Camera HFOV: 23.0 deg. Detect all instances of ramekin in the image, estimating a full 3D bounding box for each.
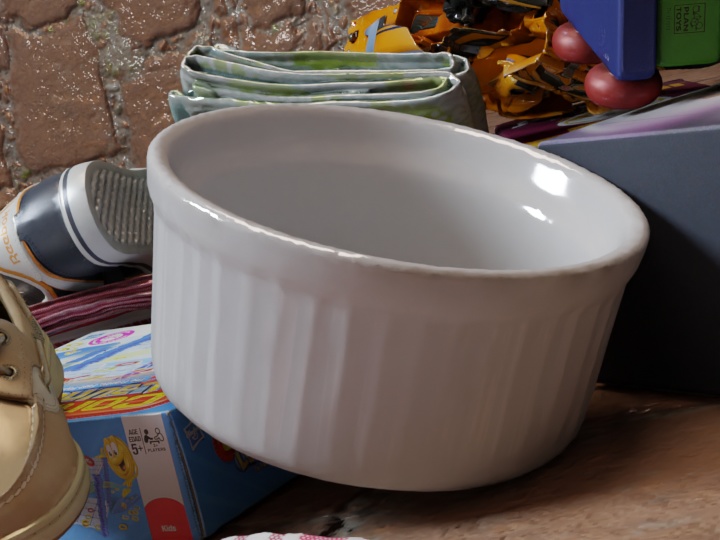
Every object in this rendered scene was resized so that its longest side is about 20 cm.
[{"bbox_3d":[0.009,0.008,0.716,0.200,0.098,0.201,8,21,-3],"label":"ramekin"}]

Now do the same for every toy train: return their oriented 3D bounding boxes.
[{"bbox_3d":[0.147,-0.144,0.832,0.116,0.085,0.200,-4,23,-5],"label":"toy train"}]

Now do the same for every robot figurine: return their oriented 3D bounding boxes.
[{"bbox_3d":[0.084,-0.121,0.998,0.145,0.058,0.200,17,-9,-31],"label":"robot figurine"}]

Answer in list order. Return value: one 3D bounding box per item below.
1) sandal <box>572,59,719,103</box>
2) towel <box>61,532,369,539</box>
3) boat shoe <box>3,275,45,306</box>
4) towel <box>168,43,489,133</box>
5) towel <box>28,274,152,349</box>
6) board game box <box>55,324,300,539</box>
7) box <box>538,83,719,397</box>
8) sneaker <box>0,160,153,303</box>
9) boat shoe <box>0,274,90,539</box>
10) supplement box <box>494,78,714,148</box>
[{"bbox_3d":[0.154,-0.148,1.026,0.200,0.076,0.043,-10,46,60],"label":"sandal"},{"bbox_3d":[-0.105,0.121,0.583,0.200,0.030,0.146,-8,11,34],"label":"towel"},{"bbox_3d":[-0.172,0.020,1.131,0.074,0.060,0.200,-28,-17,34],"label":"boat shoe"},{"bbox_3d":[-0.007,-0.049,1.016,0.171,0.200,0.048,4,54,16],"label":"towel"},{"bbox_3d":[-0.149,0.040,1.048,0.144,0.023,0.200,-15,-11,-2],"label":"towel"},{"bbox_3d":[-0.104,0.070,0.830,0.200,0.056,0.196,-9,9,31],"label":"board game box"},{"bbox_3d":[0.218,-0.030,0.754,0.198,0.123,0.200,-19,9,-27],"label":"box"},{"bbox_3d":[-0.147,-0.018,1.023,0.079,0.079,0.200,-20,-14,15],"label":"sneaker"},{"bbox_3d":[-0.151,0.054,0.682,0.071,0.065,0.200,-23,23,-5],"label":"boat shoe"},{"bbox_3d":[0.156,-0.045,1.025,0.131,0.103,0.200,-15,7,2],"label":"supplement box"}]
